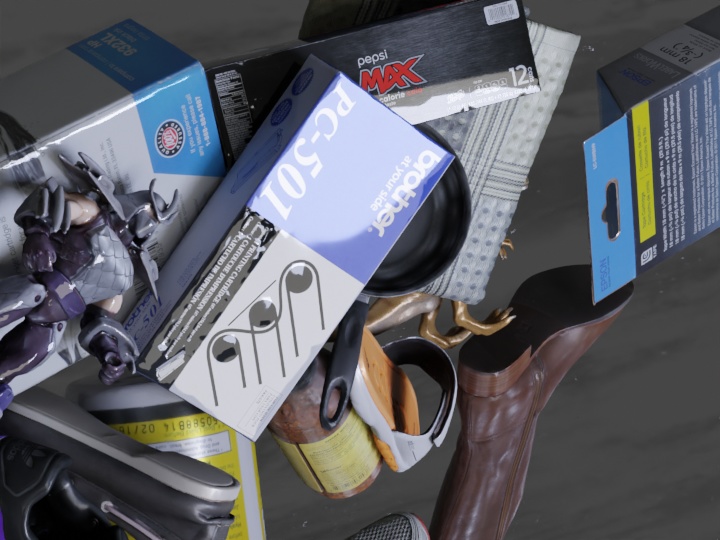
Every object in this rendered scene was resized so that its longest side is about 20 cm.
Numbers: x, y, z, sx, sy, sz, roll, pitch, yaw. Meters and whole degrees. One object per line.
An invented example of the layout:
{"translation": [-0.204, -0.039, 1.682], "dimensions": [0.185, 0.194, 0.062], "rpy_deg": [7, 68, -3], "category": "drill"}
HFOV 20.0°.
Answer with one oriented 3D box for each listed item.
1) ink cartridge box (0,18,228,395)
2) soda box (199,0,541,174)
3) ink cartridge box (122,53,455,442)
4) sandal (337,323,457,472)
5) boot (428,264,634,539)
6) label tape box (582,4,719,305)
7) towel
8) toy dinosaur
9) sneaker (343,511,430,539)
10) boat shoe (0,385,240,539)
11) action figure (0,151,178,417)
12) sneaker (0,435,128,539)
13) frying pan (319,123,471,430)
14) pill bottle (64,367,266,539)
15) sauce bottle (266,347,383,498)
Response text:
{"translation": [-0.177, -0.028, 1.134], "dimensions": [0.200, 0.084, 0.145], "rpy_deg": [-29, 132, -24], "category": "ink cartridge box"}
{"translation": [0.000, -0.112, 1.204], "dimensions": [0.200, 0.071, 0.063], "rpy_deg": [-15, 100, -17], "category": "soda box"}
{"translation": [-0.044, -0.011, 1.149], "dimensions": [0.094, 0.044, 0.200], "rpy_deg": [34, 92, -30], "category": "ink cartridge box"}
{"translation": [0.033, 0.080, 1.335], "dimensions": [0.059, 0.079, 0.207], "rpy_deg": [-11, 162, 8], "category": "sandal"}
{"translation": [0.122, 0.108, 1.498], "dimensions": [0.186, 0.064, 0.200], "rpy_deg": [-28, 137, -36], "category": "boot"}
{"translation": [0.216, -0.087, 1.455], "dimensions": [0.200, 0.063, 0.144], "rpy_deg": [-29, 131, -25], "category": "label tape box"}
{"translation": [0.028, -0.087, 1.294], "dimensions": [0.192, 0.035, 0.200], "rpy_deg": [13, 107, -27], "category": "towel"}
{"translation": [0.041, 0.012, 1.382], "dimensions": [0.200, 0.060, 0.106], "rpy_deg": [-46, 110, -16], "category": "toy dinosaur"}
{"translation": [-0.033, 0.232, 1.421], "dimensions": [0.200, 0.078, 0.082], "rpy_deg": [-36, 132, -20], "category": "sneaker"}
{"translation": [-0.160, 0.111, 1.149], "dimensions": [0.067, 0.200, 0.057], "rpy_deg": [7, 103, -64], "category": "boat shoe"}
{"translation": [-0.168, 0.022, 1.064], "dimensions": [0.200, 0.069, 0.130], "rpy_deg": [-42, 131, -17], "category": "action figure"}
{"translation": [-0.168, 0.178, 1.112], "dimensions": [0.070, 0.099, 0.200], "rpy_deg": [-58, 140, -55], "category": "sneaker"}
{"translation": [0.016, -0.003, 1.248], "dimensions": [0.115, 0.031, 0.190], "rpy_deg": [-6, 88, -17], "category": "frying pan"}
{"translation": [-0.112, 0.159, 1.232], "dimensions": [0.111, 0.111, 0.200], "rpy_deg": [-9, 93, -37], "category": "pill bottle"}
{"translation": [-0.032, 0.084, 1.307], "dimensions": [0.066, 0.066, 0.200], "rpy_deg": [-44, 154, -12], "category": "sauce bottle"}
